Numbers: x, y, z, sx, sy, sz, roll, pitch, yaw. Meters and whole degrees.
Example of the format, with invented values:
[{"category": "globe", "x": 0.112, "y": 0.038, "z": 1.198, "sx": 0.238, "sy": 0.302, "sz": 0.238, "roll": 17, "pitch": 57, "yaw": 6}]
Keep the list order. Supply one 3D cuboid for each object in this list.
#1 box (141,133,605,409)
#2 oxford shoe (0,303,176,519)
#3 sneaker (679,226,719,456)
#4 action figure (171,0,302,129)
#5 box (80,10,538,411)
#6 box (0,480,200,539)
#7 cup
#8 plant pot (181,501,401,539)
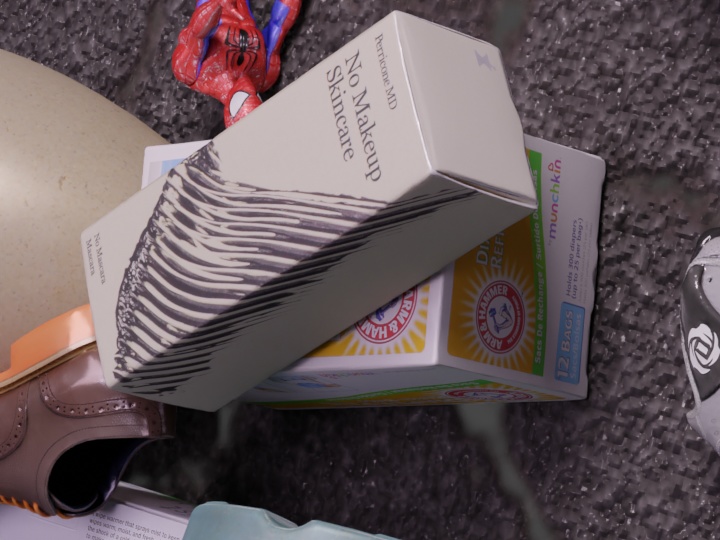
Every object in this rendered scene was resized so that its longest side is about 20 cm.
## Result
[{"category": "box", "x": 0.000, "y": 0.000, "z": 1.318, "sx": 0.199, "sy": 0.101, "sz": 0.113, "roll": -5, "pitch": 77, "yaw": 44}, {"category": "oxford shoe", "x": -0.157, "y": 0.085, "z": 1.342, "sx": 0.200, "sy": 0.071, "sz": 0.073, "roll": -35, "pitch": 66, "yaw": 40}, {"category": "sneaker", "x": 0.182, "y": -0.008, "z": 1.164, "sx": 0.115, "sy": 0.075, "sz": 0.201, "roll": 42, "pitch": 110, "yaw": 44}, {"category": "action figure", "x": -0.061, "y": -0.164, "z": 1.438, "sx": 0.099, "sy": 0.065, "sz": 0.201, "roll": -41, "pitch": 53, "yaw": 51}, {"category": "box", "x": -0.025, "y": -0.021, "z": 1.227, "sx": 0.200, "sy": 0.068, "sz": 0.083, "roll": -34, "pitch": 56, "yaw": 34}, {"category": "box", "x": -0.127, "y": 0.189, "z": 1.401, "sx": 0.199, "sy": 0.096, "sz": 0.178, "roll": 10, "pitch": 87, "yaw": 45}, {"category": "cup", "x": -0.152, "y": -0.009, "z": 1.429, "sx": 0.142, "sy": 0.200, "sz": 0.202, "roll": 6, "pitch": 84, "yaw": 16}, {"category": "plant pot", "x": -0.023, "y": 0.210, "z": 1.242, "sx": 0.199, "sy": 0.200, "sz": 0.197, "roll": 4, "pitch": 74, "yaw": 45}]
